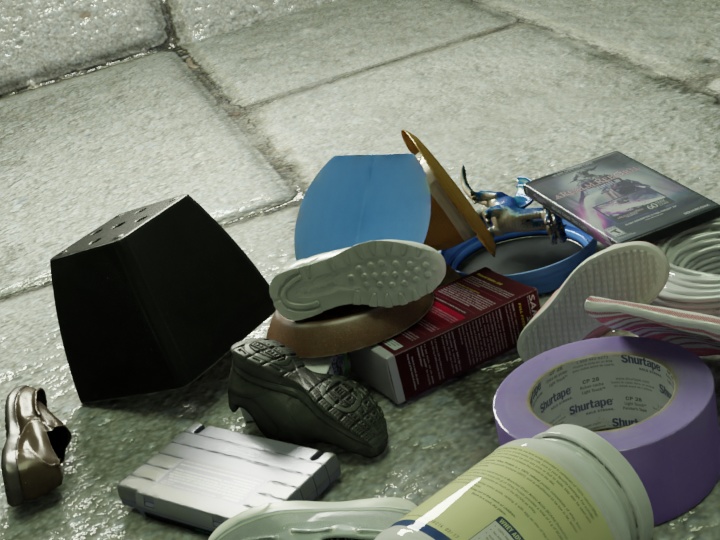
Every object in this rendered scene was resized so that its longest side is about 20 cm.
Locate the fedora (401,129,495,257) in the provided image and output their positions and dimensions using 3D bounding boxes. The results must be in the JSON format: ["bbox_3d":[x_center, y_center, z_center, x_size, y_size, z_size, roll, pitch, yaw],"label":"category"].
[{"bbox_3d":[0.082,-0.075,1.518,0.082,0.201,0.201,-37,24,3],"label":"fedora"}]

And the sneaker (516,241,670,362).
[{"bbox_3d":[0.254,0.024,1.334,0.200,0.075,0.105,-45,-8,37],"label":"sneaker"}]

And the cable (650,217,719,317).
[{"bbox_3d":[0.396,0.006,1.390,0.199,0.070,0.200,-20,25,-11],"label":"cable"}]

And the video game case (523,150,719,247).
[{"bbox_3d":[0.305,-0.084,1.493,0.142,0.019,0.200,-20,32,-19],"label":"video game case"}]

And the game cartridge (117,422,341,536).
[{"bbox_3d":[-0.134,0.212,1.263,0.199,0.039,0.130,6,35,38],"label":"game cartridge"}]

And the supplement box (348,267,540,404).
[{"bbox_3d":[0.094,0.069,1.418,0.199,0.061,0.109,-24,23,-20],"label":"supplement box"}]

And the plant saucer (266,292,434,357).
[{"bbox_3d":[-0.016,0.039,1.443,0.199,0.035,0.200,-15,19,5],"label":"plant saucer"}]

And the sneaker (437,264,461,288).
[{"bbox_3d":[0.030,0.021,1.571,0.199,0.067,0.090,19,54,43],"label":"sneaker"}]

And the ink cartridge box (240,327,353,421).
[{"bbox_3d":[-0.062,0.097,1.457,0.108,0.051,0.200,-7,24,17],"label":"ink cartridge box"}]

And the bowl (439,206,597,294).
[{"bbox_3d":[0.199,-0.022,1.591,0.199,0.040,0.201,-11,24,5],"label":"bowl"}]

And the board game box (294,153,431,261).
[{"bbox_3d":[0.011,-0.054,1.471,0.199,0.159,0.039,2,-13,39],"label":"board game box"}]

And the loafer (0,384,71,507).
[{"bbox_3d":[-0.353,0.192,1.394,0.070,0.074,0.200,-6,28,-10],"label":"loafer"}]

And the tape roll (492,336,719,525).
[{"bbox_3d":[0.225,0.145,1.155,0.198,0.086,0.200,-11,24,5],"label":"tape roll"}]

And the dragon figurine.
[{"bbox_3d":[0.193,-0.081,1.600,0.099,0.059,0.200,-14,28,-7],"label":"dragon figurine"}]

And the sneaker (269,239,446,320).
[{"bbox_3d":[0.000,0.000,1.387,0.199,0.077,0.080,-7,12,18],"label":"sneaker"}]

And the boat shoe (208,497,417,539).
[{"bbox_3d":[-0.040,0.244,1.096,0.199,0.071,0.072,-9,21,5],"label":"boat shoe"}]

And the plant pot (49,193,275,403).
[{"bbox_3d":[-0.251,0.024,1.511,0.199,0.178,0.199,-13,18,40],"label":"plant pot"}]

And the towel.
[{"bbox_3d":[0.321,0.065,1.212,0.146,0.030,0.199,8,-7,40],"label":"towel"}]

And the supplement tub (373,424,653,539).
[{"bbox_3d":[0.116,0.220,0.973,0.199,0.146,0.145,-29,28,-32],"label":"supplement tub"}]

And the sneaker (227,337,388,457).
[{"bbox_3d":[-0.057,0.147,1.319,0.199,0.091,0.076,29,26,28],"label":"sneaker"}]
